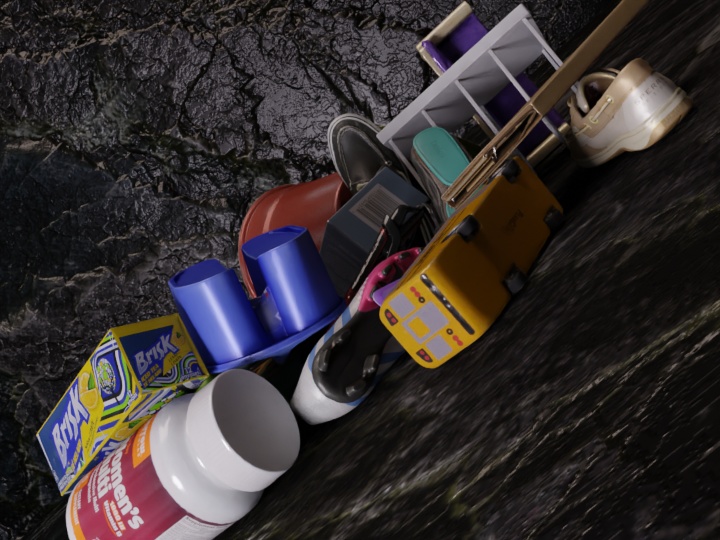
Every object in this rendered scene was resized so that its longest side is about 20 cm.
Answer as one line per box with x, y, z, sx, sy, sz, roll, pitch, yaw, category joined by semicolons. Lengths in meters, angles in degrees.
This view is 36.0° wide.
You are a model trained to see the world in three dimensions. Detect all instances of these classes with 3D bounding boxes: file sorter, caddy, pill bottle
0.145;-0.153;1.185;0.200;0.125;0.139;-41;-14;12;file sorter
-0.091;0.034;0.987;0.140;0.106;0.200;-25;9;-10;caddy
-0.145;0.170;0.907;0.200;0.110;0.110;-40;4;31;pill bottle

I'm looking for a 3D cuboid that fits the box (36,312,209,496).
-0.209;0.118;0.954;0.069;0.065;0.200;-13;-24;-42;box

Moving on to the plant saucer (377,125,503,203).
0.082;-0.123;1.373;0.200;0.197;0.032;150;137;-70;plant saucer

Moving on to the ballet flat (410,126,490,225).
0.103;-0.062;1.052;0.067;0.069;0.201;-19;41;-2;ballet flat

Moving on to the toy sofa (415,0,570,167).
0.158;-0.214;1.312;0.083;0.201;0.098;-40;-2;8;toy sofa

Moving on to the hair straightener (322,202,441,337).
0.025;0.026;1.009;0.202;0.076;0.041;-63;-1;-19;hair straightener

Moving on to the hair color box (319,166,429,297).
0.000;0.000;1.138;0.099;0.060;0.201;-44;-16;-34;hair color box

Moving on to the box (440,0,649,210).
0.164;-0.152;0.979;0.200;0.021;0.164;-46;-2;-33;box

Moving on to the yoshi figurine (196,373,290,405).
-0.153;0.142;1.029;0.199;0.114;0.111;-29;-21;36;yoshi figurine

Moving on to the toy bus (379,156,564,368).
0.091;-0.012;0.849;0.078;0.065;0.200;-41;5;37;toy bus

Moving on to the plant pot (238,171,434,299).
-0.021;-0.037;1.377;0.201;0.202;0.194;-45;13;-34;plant pot

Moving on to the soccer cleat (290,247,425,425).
0.007;0.052;0.940;0.200;0.070;0.086;-44;-2;-39;soccer cleat

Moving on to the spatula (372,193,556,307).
0.098;-0.013;0.934;0.199;0.056;0.021;-37;-29;-23;spatula

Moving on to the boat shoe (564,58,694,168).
0.212;-0.138;0.935;0.074;0.069;0.200;-43;4;-8;boat shoe

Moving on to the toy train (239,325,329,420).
-0.065;0.102;1.092;0.199;0.085;0.115;-36;20;35;toy train

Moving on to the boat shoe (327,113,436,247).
0.028;-0.085;1.216;0.070;0.202;0.064;-33;1;8;boat shoe
